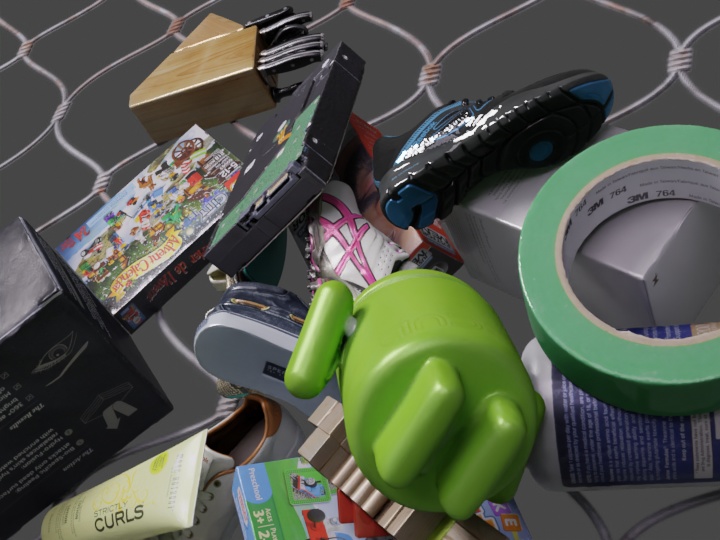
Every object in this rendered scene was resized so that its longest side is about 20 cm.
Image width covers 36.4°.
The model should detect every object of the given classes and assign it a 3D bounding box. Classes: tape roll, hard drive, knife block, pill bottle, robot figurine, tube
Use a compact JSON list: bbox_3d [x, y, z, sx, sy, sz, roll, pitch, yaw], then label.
[{"bbox_3d":[0.206,-0.004,0.735,0.197,0.048,0.203,-8,56,12],"label":"tape roll"},{"bbox_3d":[-0.062,-0.100,0.958,0.140,0.038,0.201,-42,21,34],"label":"hard drive"},{"bbox_3d":[-0.130,-0.205,1.191,0.175,0.064,0.200,30,71,39],"label":"knife block"},{"bbox_3d":[0.174,0.098,0.777,0.197,0.112,0.112,-5,53,14],"label":"pill bottle"},{"bbox_3d":[0.044,0.070,0.686,0.117,0.174,0.200,-59,15,14],"label":"robot figurine"},{"bbox_3d":[-0.186,0.187,0.875,0.199,0.052,0.059,-27,86,40],"label":"tube"}]

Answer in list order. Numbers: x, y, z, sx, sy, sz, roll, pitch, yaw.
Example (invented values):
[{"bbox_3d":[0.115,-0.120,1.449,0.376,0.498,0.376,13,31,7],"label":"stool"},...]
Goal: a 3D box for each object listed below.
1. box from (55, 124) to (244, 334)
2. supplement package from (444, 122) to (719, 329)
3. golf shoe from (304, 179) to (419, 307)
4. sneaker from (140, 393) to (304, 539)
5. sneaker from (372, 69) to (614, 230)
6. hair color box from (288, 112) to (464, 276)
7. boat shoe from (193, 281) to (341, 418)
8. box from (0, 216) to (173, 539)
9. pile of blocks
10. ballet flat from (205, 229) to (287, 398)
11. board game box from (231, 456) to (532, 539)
[{"bbox_3d":[-0.201,-0.047,1.123,0.200,0.038,0.136,-44,49,-10],"label":"box"},{"bbox_3d":[0.181,-0.036,0.880,0.199,0.120,0.122,26,68,38],"label":"supplement package"},{"bbox_3d":[0.000,0.000,0.882,0.091,0.073,0.202,-5,44,-3],"label":"golf shoe"},{"bbox_3d":[-0.134,0.182,0.889,0.072,0.085,0.201,27,71,36],"label":"sneaker"},{"bbox_3d":[0.097,-0.112,0.848,0.198,0.074,0.083,-24,46,6],"label":"sneaker"},{"bbox_3d":[0.000,-0.043,0.985,0.111,0.064,0.201,-47,46,19],"label":"hair color box"},{"bbox_3d":[-0.034,0.071,0.905,0.198,0.071,0.091,26,29,-3],"label":"boat shoe"},{"bbox_3d":[-0.303,0.099,0.952,0.196,0.201,0.118,-37,49,-6],"label":"box"},{"bbox_3d":[0.029,0.168,0.743,0.199,0.082,0.062,36,77,32],"label":"pile of blocks"},{"bbox_3d":[-0.111,0.027,1.011,0.074,0.068,0.202,-18,53,23],"label":"ballet flat"},{"bbox_3d":[0.021,0.194,0.776,0.197,0.037,0.152,-5,46,-19],"label":"board game box"}]
